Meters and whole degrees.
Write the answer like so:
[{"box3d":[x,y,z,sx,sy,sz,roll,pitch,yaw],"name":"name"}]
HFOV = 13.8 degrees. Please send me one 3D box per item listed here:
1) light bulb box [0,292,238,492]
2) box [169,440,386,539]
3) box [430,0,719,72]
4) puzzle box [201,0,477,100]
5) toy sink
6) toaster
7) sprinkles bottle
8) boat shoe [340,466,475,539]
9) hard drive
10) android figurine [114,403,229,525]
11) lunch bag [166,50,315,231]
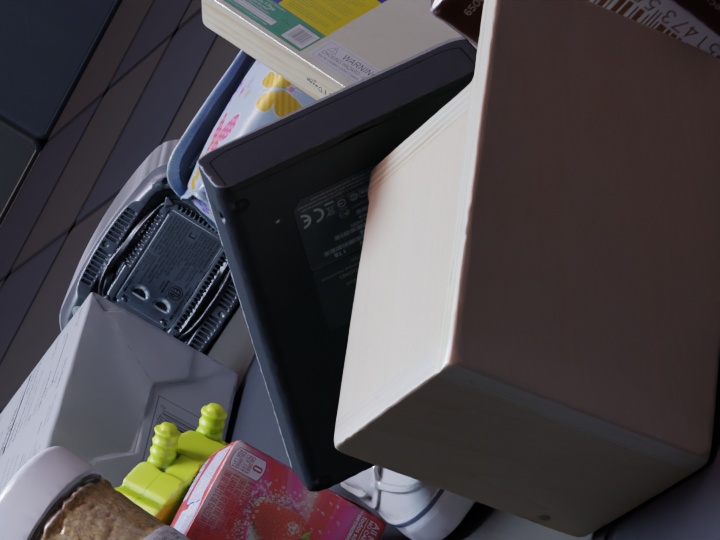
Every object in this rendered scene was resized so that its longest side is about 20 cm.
[{"box3d":[-0.195,0.161,2.002,0.200,0.124,0.199,-51,16,33],"name":"light bulb box"},{"box3d":[-0.078,0.199,1.547,0.201,0.095,0.100,-62,6,-13],"name":"box"},{"box3d":[0.152,-0.177,1.393,0.164,0.166,0.200,-47,18,32],"name":"box"},{"box3d":[0.024,-0.132,1.661,0.133,0.200,0.025,-33,-38,-30],"name":"puzzle box"},{"box3d":[0.077,-0.005,1.298,0.112,0.130,0.201,-39,37,53],"name":"toy sink"},{"box3d":[-0.142,-0.016,2.223,0.200,0.113,0.129,-58,11,12],"name":"toaster"},{"box3d":[-0.091,0.166,1.458,0.068,0.200,0.068,-49,-19,-23],"name":"sprinkles bottle"},{"box3d":[0.013,0.094,1.528,0.074,0.065,0.200,-61,14,-11],"name":"boat shoe"},{"box3d":[0.012,0.002,1.399,0.139,0.201,0.033,-26,41,-12],"name":"hard drive"},{"box3d":[-0.111,0.171,1.660,0.182,0.041,0.201,-22,-50,-55],"name":"android figurine"},{"box3d":[-0.044,-0.094,2.018,0.170,0.127,0.200,-57,7,-1],"name":"lunch bag"}]
